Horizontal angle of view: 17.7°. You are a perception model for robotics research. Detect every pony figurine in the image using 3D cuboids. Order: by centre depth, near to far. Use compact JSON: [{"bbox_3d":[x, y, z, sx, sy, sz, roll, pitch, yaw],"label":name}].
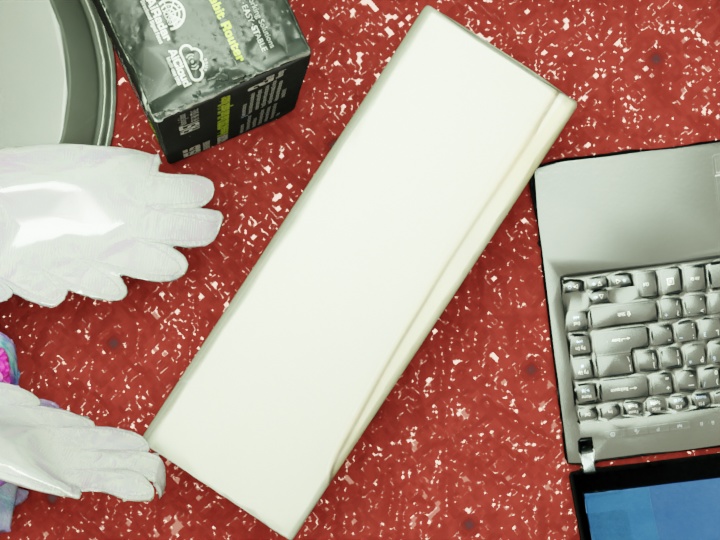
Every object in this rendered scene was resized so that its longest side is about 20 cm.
[{"bbox_3d":[-0.165,0.031,0.880,0.192,0.200,0.167,14,46,-8],"label":"pony figurine"}]

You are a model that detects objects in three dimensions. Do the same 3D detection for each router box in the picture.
[{"bbox_3d":[-0.078,-0.125,0.869,0.062,0.200,0.150,-24,90,-3],"label":"router box"}]

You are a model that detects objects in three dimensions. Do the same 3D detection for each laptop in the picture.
[{"bbox_3d":[0.168,0.044,0.914,0.177,0.103,0.201,-7,90,1],"label":"laptop"}]

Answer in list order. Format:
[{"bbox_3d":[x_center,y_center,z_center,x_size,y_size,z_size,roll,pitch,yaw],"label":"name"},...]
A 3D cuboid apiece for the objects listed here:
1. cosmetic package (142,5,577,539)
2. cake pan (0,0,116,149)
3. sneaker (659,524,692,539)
[{"bbox_3d":[0.000,0.000,0.918,0.073,0.104,0.200,32,92,0],"label":"cosmetic package"},{"bbox_3d":[-0.202,-0.075,0.955,0.199,0.037,0.201,0,91,1],"label":"cake pan"},{"bbox_3d":[0.105,0.200,0.923,0.075,0.090,0.201,22,91,1],"label":"sneaker"}]
